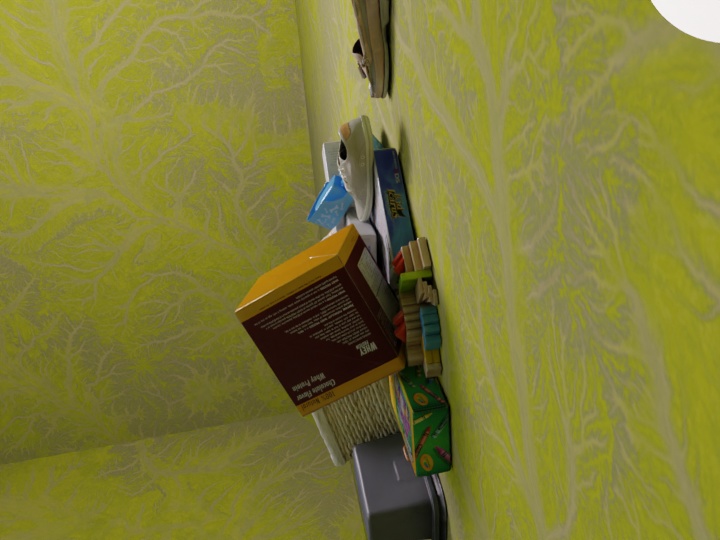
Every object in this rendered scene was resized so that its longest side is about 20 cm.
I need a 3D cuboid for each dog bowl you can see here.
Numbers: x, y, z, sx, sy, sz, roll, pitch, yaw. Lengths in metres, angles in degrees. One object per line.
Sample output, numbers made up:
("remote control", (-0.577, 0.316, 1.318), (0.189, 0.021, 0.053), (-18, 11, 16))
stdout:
("dog bowl", (-0.025, -0.161, 1.326), (0.202, 0.049, 0.112), (-56, 12, 20))

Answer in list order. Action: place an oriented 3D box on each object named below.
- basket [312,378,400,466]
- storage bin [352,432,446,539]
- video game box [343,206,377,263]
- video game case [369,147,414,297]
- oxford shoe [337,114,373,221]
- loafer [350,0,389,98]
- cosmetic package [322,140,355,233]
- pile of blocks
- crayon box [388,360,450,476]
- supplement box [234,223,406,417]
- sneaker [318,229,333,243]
("basket", (-0.016, 0.221, 1.423), (0.199, 0.157, 0.204), (-99, -14, -68))
("storage bin", (0.062, 0.373, 1.282), (0.202, 0.130, 0.149), (-108, 11, -53))
("video game box", (0.000, 0.000, 1.300), (0.201, 0.045, 0.188), (-107, 17, -71))
("video game case", (0.049, -0.071, 1.227), (0.182, 0.044, 0.206), (107, 154, -73))
("oxford shoe", (-0.009, -0.162, 1.194), (0.203, 0.056, 0.076), (87, 170, -49))
("loafer", (0.010, -0.357, 1.129), (0.203, 0.061, 0.073), (88, 171, -45))
("cosmetic package", (-0.014, -0.150, 1.450), (0.071, 0.098, 0.206), (125, 137, -82))
("pile of blocks", (0.077, 0.058, 1.065), (0.082, 0.060, 0.206), (-172, 73, -83))
("crayon box", (0.089, 0.208, 1.160), (0.201, 0.057, 0.122), (-110, 13, -62))
("supplement box", (-0.051, 0.078, 1.147), (0.203, 0.194, 0.133), (58, -159, -14))
("sneaker", (-0.065, -0.077, 1.822), (0.077, 0.090, 0.202), (59, -152, -28))
